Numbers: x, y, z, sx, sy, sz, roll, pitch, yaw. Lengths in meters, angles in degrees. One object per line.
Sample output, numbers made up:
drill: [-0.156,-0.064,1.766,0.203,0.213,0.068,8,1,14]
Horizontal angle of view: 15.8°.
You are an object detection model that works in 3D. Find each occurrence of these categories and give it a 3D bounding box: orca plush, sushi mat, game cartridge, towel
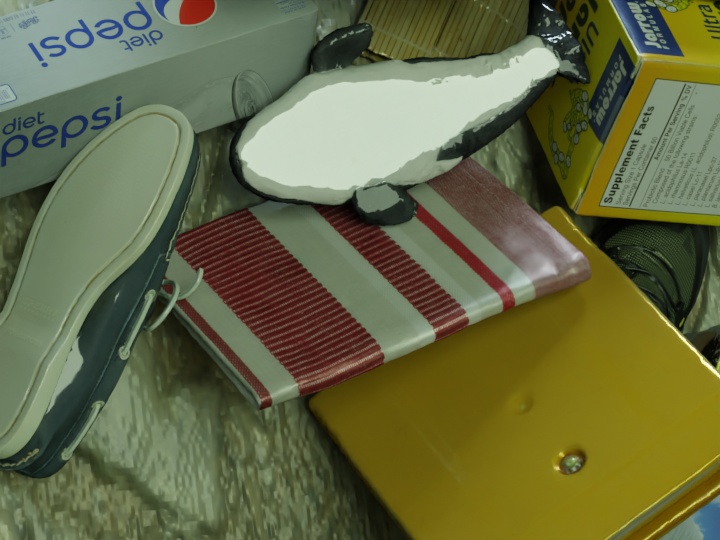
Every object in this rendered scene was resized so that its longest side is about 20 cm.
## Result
orca plush: [0.018,-0.090,1.394,0.200,0.071,0.105,-36,99,-12]
sushi mat: [0.070,-0.190,1.476,0.096,0.012,0.200,29,70,-14]
game cartridge: [0.087,0.077,1.336,0.176,0.200,0.032,-35,136,-4]
towel: [0.000,0.000,1.356,0.200,0.144,0.023,-22,131,-23]

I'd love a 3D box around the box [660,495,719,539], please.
box: [0.178,0.161,1.348,0.200,0.048,0.122,-8,69,3]

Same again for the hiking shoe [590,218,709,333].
hiking shoe: [0.149,0.038,1.420,0.076,0.101,0.200,36,70,-15]

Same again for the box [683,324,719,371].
box: [0.175,0.130,1.431,0.050,0.075,0.200,27,70,-18]

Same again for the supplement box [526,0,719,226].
supplement box: [0.208,-0.099,1.444,0.200,0.109,0.110,4,40,-22]

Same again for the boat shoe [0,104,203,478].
boat shoe: [-0.132,0.013,1.312,0.062,0.075,0.200,33,79,-51]

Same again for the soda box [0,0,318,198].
soda box: [-0.123,-0.104,1.340,0.200,0.068,0.063,-20,55,-25]
